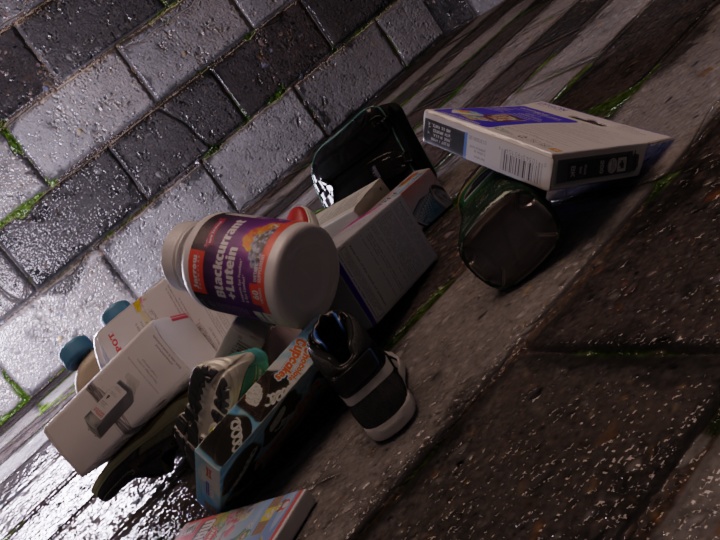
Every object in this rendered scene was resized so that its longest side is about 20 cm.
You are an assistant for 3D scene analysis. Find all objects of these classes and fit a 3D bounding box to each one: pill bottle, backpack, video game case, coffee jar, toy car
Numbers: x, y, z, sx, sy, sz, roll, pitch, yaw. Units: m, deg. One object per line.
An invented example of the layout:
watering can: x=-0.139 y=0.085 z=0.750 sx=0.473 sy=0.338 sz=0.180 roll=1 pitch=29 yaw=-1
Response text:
pill bottle: x=-0.129 y=-0.005 z=0.965 sx=0.197 sy=0.113 sz=0.112 roll=8 pitch=41 yaw=37
backpack: x=0.020 y=-0.176 z=1.512 sx=0.198 sy=0.178 sz=0.153 roll=-32 pitch=-3 yaw=26
video game case: x=-0.139 y=0.271 z=0.779 sx=0.198 sy=0.018 sz=0.143 roll=-27 pitch=17 yaw=40
coffee jar: x=0.158 y=-0.064 z=0.944 sx=0.104 sy=0.085 sz=0.201 roll=-45 pitch=11 yaw=20
toy car: x=-0.402 y=0.189 z=1.537 sx=0.176 sy=0.185 sz=0.201 roll=-40 pitch=-16 yaw=-11

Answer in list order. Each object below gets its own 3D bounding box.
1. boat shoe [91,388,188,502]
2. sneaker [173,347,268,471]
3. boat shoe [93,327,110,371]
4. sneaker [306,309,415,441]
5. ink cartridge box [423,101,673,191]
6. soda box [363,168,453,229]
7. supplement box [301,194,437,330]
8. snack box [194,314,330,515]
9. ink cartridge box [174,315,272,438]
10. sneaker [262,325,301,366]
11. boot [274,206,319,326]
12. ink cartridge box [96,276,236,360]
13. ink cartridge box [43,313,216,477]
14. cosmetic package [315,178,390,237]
boat shoe: x=-0.269 y=0.239 z=1.127 sx=0.200 sy=0.065 sz=0.073 roll=-45 pitch=-6 yaw=9
sneaker: x=-0.145 y=0.160 z=0.929 sx=0.079 sy=0.078 sz=0.202 roll=-26 pitch=-26 yaw=-42
boat shoe: x=-0.358 y=0.185 z=1.300 sx=0.067 sy=0.202 sz=0.071 roll=-37 pitch=-13 yaw=23
sneaker: x=-0.007 y=0.081 z=0.851 sx=0.073 sy=0.113 sz=0.200 roll=-37 pitch=13 yaw=-4
ink cartridge box: x=0.201 y=-0.141 z=0.941 sx=0.197 sy=0.044 sz=0.197 roll=-12 pitch=27 yaw=-34
soda box: x=0.042 y=-0.066 z=1.304 sx=0.199 sy=0.069 sz=0.063 roll=-42 pitch=14 yaw=-11
supplement box: x=0.000 y=0.000 z=1.075 sx=0.100 sy=0.104 sz=0.200 roll=-28 pitch=10 yaw=38
snack box: x=-0.094 y=0.150 z=0.896 sx=0.200 sy=0.037 sz=0.117 roll=-48 pitch=-18 yaw=-34
ink cartridge box: x=-0.152 y=0.106 z=1.069 sx=0.165 sy=0.056 sz=0.200 roll=-61 pitch=0 yaw=19
sneaker: x=-0.118 y=0.142 z=1.058 sx=0.088 sy=0.075 sz=0.201 roll=-44 pitch=10 yaw=30
boot: x=-0.135 y=-0.027 z=1.234 sx=0.072 sy=0.142 sz=0.204 roll=-36 pitch=38 yaw=46
ink cartridge box: x=-0.251 y=0.100 z=1.274 sx=0.198 sy=0.149 sz=0.145 roll=-37 pitch=-16 yaw=6
ink cartridge box: x=-0.293 y=0.157 z=1.123 sx=0.199 sy=0.085 sz=0.146 roll=-42 pitch=-3 yaw=6
cosmetic package: x=-0.029 y=-0.059 z=1.433 sx=0.198 sy=0.088 sz=0.104 roll=-24 pitch=20 yaw=44
